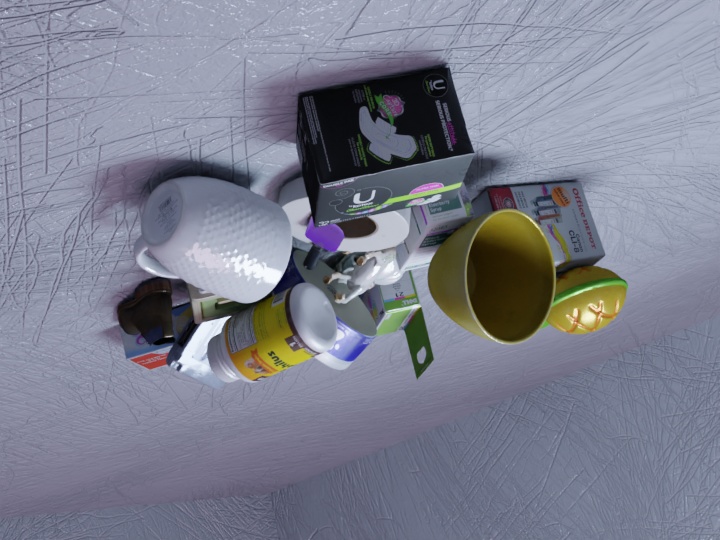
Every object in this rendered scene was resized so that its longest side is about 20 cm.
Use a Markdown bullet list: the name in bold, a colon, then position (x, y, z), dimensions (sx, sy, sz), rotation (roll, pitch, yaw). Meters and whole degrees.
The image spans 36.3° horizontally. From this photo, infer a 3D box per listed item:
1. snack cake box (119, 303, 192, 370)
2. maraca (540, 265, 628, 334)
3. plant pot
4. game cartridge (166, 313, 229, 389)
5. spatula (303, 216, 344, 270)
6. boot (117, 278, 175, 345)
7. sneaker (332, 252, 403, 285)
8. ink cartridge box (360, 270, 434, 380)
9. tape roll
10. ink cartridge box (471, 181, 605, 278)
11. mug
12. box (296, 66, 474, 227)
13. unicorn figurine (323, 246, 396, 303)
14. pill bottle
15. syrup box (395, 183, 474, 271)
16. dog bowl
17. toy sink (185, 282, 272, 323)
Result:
- **snack cake box**: position (-0.322, 0.115, 1.998), dimensions (0.196, 0.068, 0.115), rotation (-17, 164, 5)
- **maraca**: position (0.355, 0.057, 1.848), dimensions (0.197, 0.109, 0.137), rotation (-21, 154, 15)
- **plant pot**: position (0.185, 0.011, 1.703), dimensions (0.197, 0.205, 0.141), rotation (-1, 179, -39)
- **game cartridge**: position (-0.226, 0.096, 1.847), dimensions (0.132, 0.041, 0.202), rotation (33, 90, -40)
- **spatula**: position (-0.064, -0.034, 1.652), dimensions (0.056, 0.021, 0.200), rotation (29, 161, -1)
- **boot**: position (-0.362, 0.096, 1.855), dimensions (0.073, 0.099, 0.200), rotation (-5, 159, -28)
- **sneaker**: position (-0.021, 0.004, 1.944), dimensions (0.198, 0.071, 0.080), rotation (-25, 145, 18)
- **ink cartridge box**: position (0.065, 0.096, 2.045), dimensions (0.074, 0.204, 0.148), rotation (-10, 162, -15)
- **tape roll**: position (-0.023, -0.082, 1.605), dimensions (0.198, 0.038, 0.203), rotation (4, 159, 2)
- **ink cartridge box**: position (0.287, -0.053, 1.881), dimensions (0.197, 0.148, 0.145), rotation (-7, 161, -27)
- **mug**: position (-0.220, -0.040, 1.489), dimensions (0.198, 0.150, 0.174), rotation (-24, 150, 33)
- **box**: position (0.026, -0.154, 1.393), dimensions (0.196, 0.127, 0.149), rotation (-11, 163, -8)
- **unicorn figurine**: position (0.000, 0.000, 1.787), dimensions (0.199, 0.075, 0.136), rotation (-33, 169, 36)
- **pill bottle**: position (-0.140, 0.103, 1.690), dimensions (0.198, 0.111, 0.109), rotation (-25, 160, 29)
- **syrup box**: position (0.109, -0.076, 1.766), dimensions (0.077, 0.083, 0.200), rotation (-13, 163, -17)
- **dog bowl**: position (-0.067, 0.064, 1.826), dimensions (0.079, 0.201, 0.199), rotation (-45, 154, 14)
- **toy sink**: position (-0.203, -0.005, 1.662), dimensions (0.128, 0.114, 0.200), rotation (-12, 162, -11)
